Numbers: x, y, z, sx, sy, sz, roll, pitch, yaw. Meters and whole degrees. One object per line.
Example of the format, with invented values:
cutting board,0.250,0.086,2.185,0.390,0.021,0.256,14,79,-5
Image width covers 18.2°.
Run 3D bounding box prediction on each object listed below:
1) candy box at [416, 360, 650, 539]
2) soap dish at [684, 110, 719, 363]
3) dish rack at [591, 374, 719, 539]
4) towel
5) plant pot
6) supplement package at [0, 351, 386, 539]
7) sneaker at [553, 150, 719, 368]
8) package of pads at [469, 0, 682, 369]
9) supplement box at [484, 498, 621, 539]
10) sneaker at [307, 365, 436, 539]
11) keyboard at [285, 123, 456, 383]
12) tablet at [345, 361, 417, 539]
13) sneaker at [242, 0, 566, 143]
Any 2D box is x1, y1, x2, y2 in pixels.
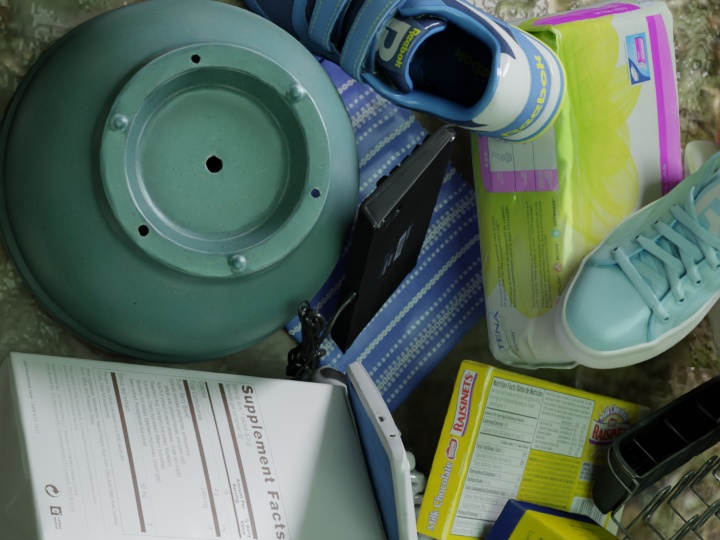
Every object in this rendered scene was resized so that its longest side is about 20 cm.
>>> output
candy box,0.106,0.116,1.334,0.200,0.026,0.102,17,86,-55
soap dish,0.250,0.020,1.328,0.081,0.157,0.200,-12,69,4
dish rack,0.243,0.168,1.368,0.200,0.055,0.153,48,41,17
towel,0.000,-0.025,1.313,0.145,0.024,0.200,-46,114,-13
plant pot,-0.086,-0.052,1.178,0.200,0.134,0.201,1,87,-15
supplement package,-0.106,0.132,1.191,0.200,0.121,0.120,8,49,-30
sneaker,0.187,-0.026,1.222,0.200,0.082,0.074,-38,70,-11
package of pads,0.129,-0.052,1.317,0.154,0.068,0.201,-19,106,-54
supplement box,0.152,0.230,1.262,0.109,0.200,0.109,20,103,-56
sneaker,0.006,0.149,1.311,0.081,0.075,0.200,-27,113,-7
keyboard,0.000,0.000,1.212,0.021,0.200,0.127,36,70,9
tablet,0.019,0.162,1.217,0.014,0.130,0.200,-10,112,-8
sneaker,0.015,-0.134,1.225,0.082,0.200,0.074,-14,128,-67
